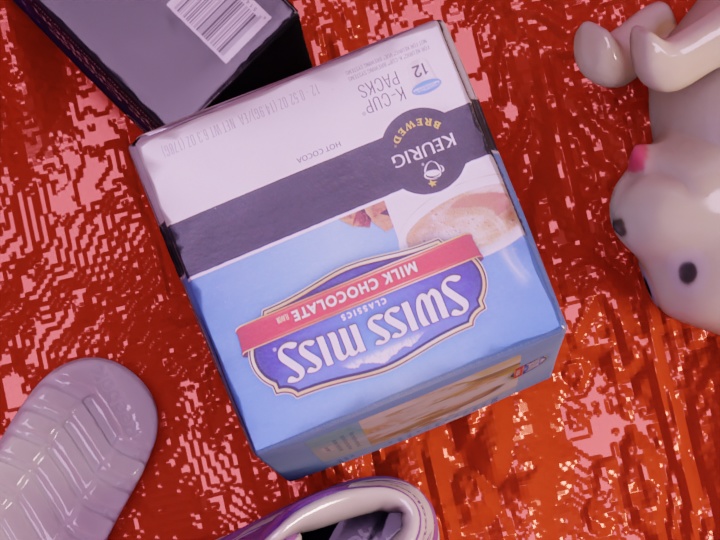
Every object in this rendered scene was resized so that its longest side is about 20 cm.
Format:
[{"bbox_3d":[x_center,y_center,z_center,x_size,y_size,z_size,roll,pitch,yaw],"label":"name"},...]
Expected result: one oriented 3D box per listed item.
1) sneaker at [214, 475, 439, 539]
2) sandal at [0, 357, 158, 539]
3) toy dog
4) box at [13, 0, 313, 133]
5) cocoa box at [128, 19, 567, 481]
[{"bbox_3d":[-0.060,0.143,1.124,0.200,0.114,0.073,-33,83,-1],"label":"sneaker"},{"bbox_3d":[-0.159,0.127,1.166,0.082,0.050,0.203,44,73,-7],"label":"sandal"},{"bbox_3d":[0.178,-0.068,1.144,0.193,0.139,0.201,31,82,-30],"label":"toy dog"},{"bbox_3d":[-0.115,-0.137,1.151,0.079,0.141,0.200,-45,82,-1],"label":"box"},{"bbox_3d":[0.000,0.000,1.096,0.133,0.200,0.132,-21,82,0],"label":"cocoa box"}]
